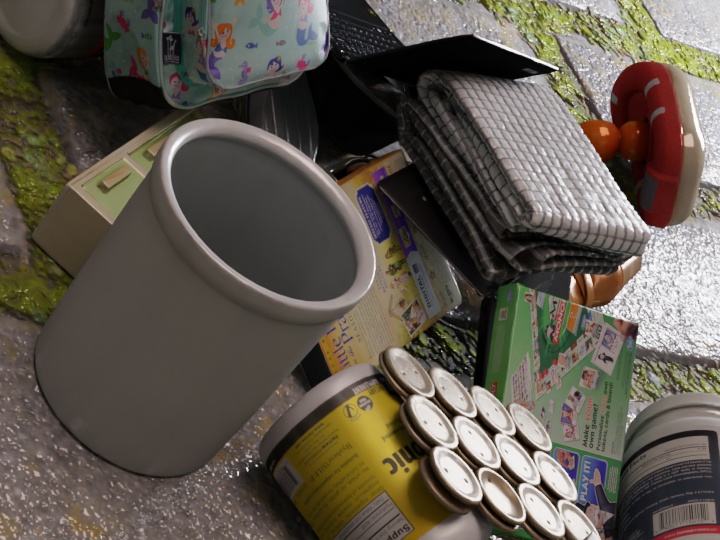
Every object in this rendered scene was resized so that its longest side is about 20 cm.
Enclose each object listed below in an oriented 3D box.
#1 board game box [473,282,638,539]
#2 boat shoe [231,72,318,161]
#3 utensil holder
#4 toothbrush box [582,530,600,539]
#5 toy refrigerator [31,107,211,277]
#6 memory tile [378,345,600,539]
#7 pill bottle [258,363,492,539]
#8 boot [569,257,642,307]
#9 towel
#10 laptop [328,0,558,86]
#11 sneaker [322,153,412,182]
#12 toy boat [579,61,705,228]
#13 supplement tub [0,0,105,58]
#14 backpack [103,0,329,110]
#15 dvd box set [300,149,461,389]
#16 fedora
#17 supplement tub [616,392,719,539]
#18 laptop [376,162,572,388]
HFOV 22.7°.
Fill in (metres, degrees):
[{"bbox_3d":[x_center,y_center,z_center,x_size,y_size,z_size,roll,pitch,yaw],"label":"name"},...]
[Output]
[{"bbox_3d":[0.159,0.125,1.463,0.134,0.029,0.201,18,74,-30],"label":"board game box"},{"bbox_3d":[-0.083,-0.152,1.604,0.072,0.062,0.201,21,55,-41],"label":"boat shoe"},{"bbox_3d":[-0.112,0.024,1.246,0.169,0.200,0.170,26,35,-20],"label":"utensil holder"},{"bbox_3d":[0.111,0.289,1.214,0.085,0.147,0.200,45,34,6],"label":"toothbrush box"},{"bbox_3d":[-0.166,-0.061,1.410,0.076,0.070,0.200,42,34,2],"label":"toy refrigerator"},{"bbox_3d":[0.096,0.137,1.318,0.200,0.017,0.154,28,27,-43],"label":"memory tile"},{"bbox_3d":[0.025,0.175,1.292,0.200,0.111,0.111,52,35,15],"label":"pill bottle"},{"bbox_3d":[0.177,-0.046,1.742,0.200,0.074,0.154,47,37,14],"label":"boot"},{"bbox_3d":[0.137,-0.077,1.528,0.165,0.086,0.200,6,44,-44],"label":"towel"},{"bbox_3d":[0.042,-0.219,1.551,0.200,0.103,0.177,52,20,23],"label":"laptop"},{"bbox_3d":[0.010,-0.067,1.588,0.074,0.079,0.200,48,32,14],"label":"sneaker"},{"bbox_3d":[0.295,-0.142,1.950,0.130,0.131,0.201,3,41,-3],"label":"toy boat"},{"bbox_3d":[-0.209,-0.244,1.532,0.199,0.123,0.123,-11,58,-49],"label":"supplement tub"},{"bbox_3d":[-0.119,-0.237,1.439,0.177,0.150,0.201,-19,109,-46],"label":"backpack"},{"bbox_3d":[0.000,0.000,1.473,0.200,0.029,0.147,-35,105,-50],"label":"dvd box set"},{"bbox_3d":[0.001,-0.164,1.665,0.200,0.092,0.201,40,18,-16],"label":"fedora"},{"bbox_3d":[0.281,0.212,1.479,0.140,0.140,0.200,30,35,-16],"label":"supplement tub"},{"bbox_3d":[0.100,0.008,1.563,0.115,0.201,0.187,15,24,26],"label":"laptop"}]
